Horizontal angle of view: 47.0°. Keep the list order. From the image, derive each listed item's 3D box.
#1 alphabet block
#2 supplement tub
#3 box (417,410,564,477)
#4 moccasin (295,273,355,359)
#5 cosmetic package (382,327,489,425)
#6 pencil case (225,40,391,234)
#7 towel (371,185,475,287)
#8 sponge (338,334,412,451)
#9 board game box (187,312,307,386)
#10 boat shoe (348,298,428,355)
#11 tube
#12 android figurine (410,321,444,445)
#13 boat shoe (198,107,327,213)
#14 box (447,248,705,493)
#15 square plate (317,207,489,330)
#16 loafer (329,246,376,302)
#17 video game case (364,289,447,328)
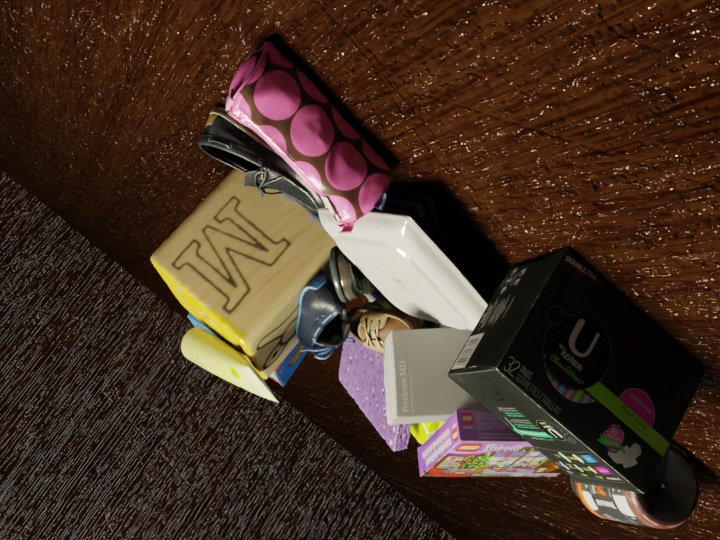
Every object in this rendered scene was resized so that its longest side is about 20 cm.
[{"bbox_3d":[-0.151,0.002,1.196,0.195,0.201,0.196,38,164,16],"label":"alphabet block"},{"bbox_3d":[0.361,0.288,1.126,0.106,0.108,0.200,36,163,-3],"label":"supplement tub"},{"bbox_3d":[0.182,0.214,1.007,0.195,0.040,0.138,4,148,-16],"label":"box"},{"bbox_3d":[-0.051,0.083,1.165,0.068,0.080,0.201,45,165,20],"label":"moccasin"},{"bbox_3d":[0.127,0.127,1.006,0.194,0.110,0.090,-3,165,-9],"label":"cosmetic package"},{"bbox_3d":[-0.056,-0.135,0.862,0.200,0.094,0.090,43,161,-19],"label":"pencil case"},{"bbox_3d":[0.070,-0.024,0.985,0.110,0.049,0.201,22,159,40],"label":"towel"},{"bbox_3d":[0.025,0.165,1.239,0.029,0.114,0.200,-2,-154,-28],"label":"sponge"},{"bbox_3d":[-0.149,0.051,1.355,0.193,0.202,0.056,27,161,25],"label":"board game box"},{"bbox_3d":[0.033,0.087,1.160,0.199,0.072,0.078,-170,74,-69],"label":"boat shoe"},{"bbox_3d":[-0.190,0.132,1.179,0.057,0.053,0.198,3,-169,-41],"label":"tube"},{"bbox_3d":[0.094,0.167,1.195,0.184,0.040,0.204,-118,23,-46],"label":"android figurine"},{"bbox_3d":[-0.124,-0.129,1.069,0.198,0.063,0.075,36,162,-1],"label":"boat shoe"},{"bbox_3d":[0.219,0.106,0.852,0.199,0.150,0.124,38,162,-9],"label":"box"},{"bbox_3d":[0.054,0.005,0.959,0.198,0.029,0.198,46,163,-27],"label":"square plate"},{"bbox_3d":[0.000,0.000,1.100,0.200,0.061,0.074,15,-118,-84],"label":"loafer"},{"bbox_3d":[0.087,0.068,1.237,0.198,0.023,0.183,16,154,49],"label":"video game case"}]
